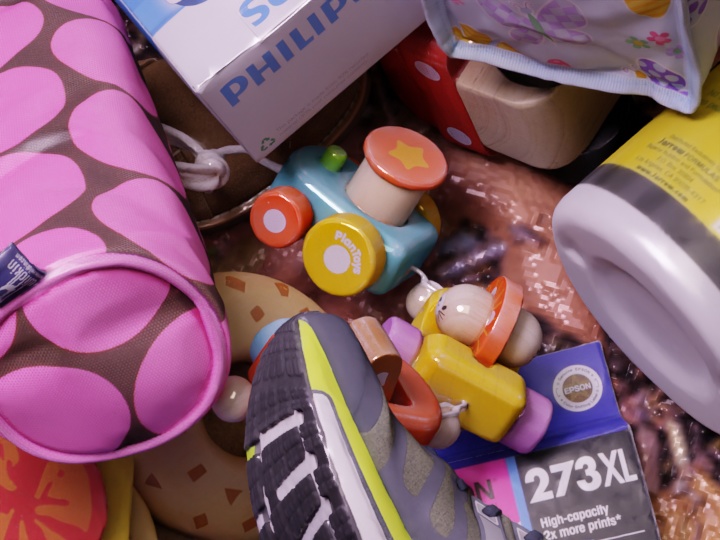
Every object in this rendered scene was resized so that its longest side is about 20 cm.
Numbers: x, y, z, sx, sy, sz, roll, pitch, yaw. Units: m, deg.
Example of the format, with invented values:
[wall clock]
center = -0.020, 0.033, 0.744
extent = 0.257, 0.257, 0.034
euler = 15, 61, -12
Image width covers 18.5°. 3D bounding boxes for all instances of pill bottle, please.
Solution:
[pill bottle]
center = 0.177, -0.042, 0.808
extent = 0.200, 0.114, 0.114
euler = -40, 67, -10

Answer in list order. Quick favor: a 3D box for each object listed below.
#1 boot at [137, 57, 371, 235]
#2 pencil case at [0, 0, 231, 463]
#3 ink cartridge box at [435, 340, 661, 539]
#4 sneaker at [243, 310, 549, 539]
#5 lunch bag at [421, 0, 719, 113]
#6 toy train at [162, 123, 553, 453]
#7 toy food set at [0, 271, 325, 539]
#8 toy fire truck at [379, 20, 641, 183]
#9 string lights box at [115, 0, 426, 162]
[boot]
center = -0.091, -0.054, 0.873
extent = 0.199, 0.076, 0.074
euler = -21, 64, -3
[pencil case]
center = -0.108, -0.024, 0.748
extent = 0.093, 0.091, 0.200
euler = -26, 36, 3
[ink cartridge box]
center = 0.066, 0.121, 0.797
extent = 0.094, 0.037, 0.201
euler = -14, 64, 2
[sneaker]
center = 0.033, 0.099, 0.664
extent = 0.081, 0.074, 0.200
euler = -27, 84, -29
[lunch bag]
center = 0.080, -0.178, 0.722
extent = 0.127, 0.200, 0.170
euler = 16, 71, 16
[toy train]
center = 0.000, 0.000, 0.787
extent = 0.056, 0.150, 0.200
euler = -55, 40, 25
[toy food set]
center = -0.089, 0.091, 0.776
extent = 0.199, 0.049, 0.199
euler = 10, 73, -29
[toy fire truck]
center = 0.041, -0.157, 0.883
extent = 0.200, 0.129, 0.176
euler = 24, 72, 29
[string lights box]
center = -0.063, -0.146, 0.834
extent = 0.103, 0.059, 0.200
euler = -40, 58, 0
